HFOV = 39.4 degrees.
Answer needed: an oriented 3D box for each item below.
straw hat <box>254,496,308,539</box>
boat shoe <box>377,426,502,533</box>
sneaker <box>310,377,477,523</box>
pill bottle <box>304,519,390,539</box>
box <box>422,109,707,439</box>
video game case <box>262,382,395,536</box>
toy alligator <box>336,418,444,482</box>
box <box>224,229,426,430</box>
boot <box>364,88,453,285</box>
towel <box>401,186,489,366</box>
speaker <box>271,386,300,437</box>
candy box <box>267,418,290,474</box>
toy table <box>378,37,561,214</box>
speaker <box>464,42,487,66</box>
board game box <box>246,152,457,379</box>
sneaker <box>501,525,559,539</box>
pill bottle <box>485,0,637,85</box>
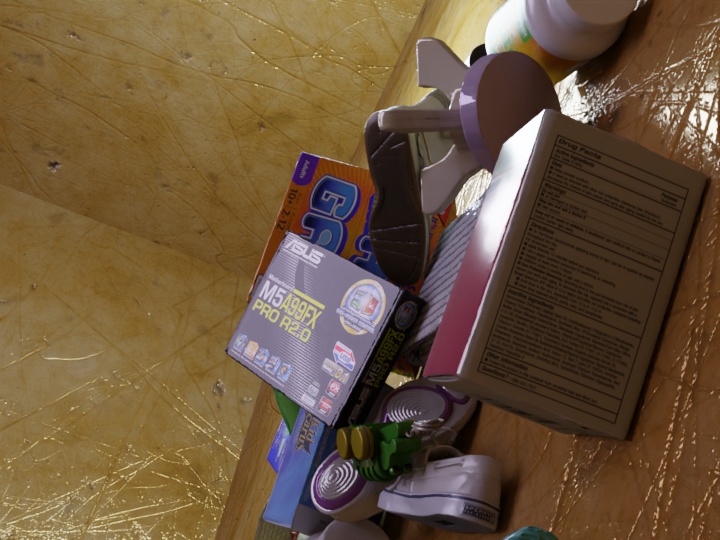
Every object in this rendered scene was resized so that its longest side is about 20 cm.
[{"bbox_3d":[-0.054,0.362,1.264,0.201,0.085,0.201,-5,-90,-69],"label":"straw hat"},{"bbox_3d":[0.075,0.189,0.922,0.202,0.075,0.086,139,151,-69],"label":"boat shoe"},{"bbox_3d":[0.040,0.185,1.040,0.200,0.075,0.100,-38,-37,-4],"label":"sneaker"},{"bbox_3d":[-0.036,0.356,1.102,0.113,0.113,0.200,-78,12,-48],"label":"pill bottle"},{"bbox_3d":[0.144,0.007,0.729,0.109,0.128,0.200,146,146,-78],"label":"box"},{"bbox_3d":[-0.017,0.219,1.182,0.181,0.045,0.200,39,-115,-52],"label":"video game case"},{"bbox_3d":[0.028,0.165,0.911,0.200,0.059,0.054,155,109,-67],"label":"toy alligator"},{"bbox_3d":[-0.043,0.062,1.088,0.200,0.044,0.160,28,91,43],"label":"box"},{"bbox_3d":[0.071,-0.097,1.137,0.155,0.072,0.200,-35,-56,-54],"label":"boot"},{"bbox_3d":[0.121,0.016,1.047,0.200,0.086,0.166,129,163,-69],"label":"towel"},{"bbox_3d":[-0.049,0.190,1.268,0.088,0.088,0.200,-93,-16,-72],"label":"speaker"},{"bbox_3d":[-0.071,0.226,1.504,0.200,0.077,0.169,160,132,-80],"label":"candy box"},{"bbox_3d":[0.116,-0.151,1.034,0.200,0.117,0.184,16,-104,-56],"label":"toy table"},{"bbox_3d":[0.160,-0.246,1.472,0.200,0.081,0.081,126,164,-63],"label":"speaker"},{"bbox_3d":[0.000,0.000,1.275,0.200,0.200,0.200,67,-138,-73],"label":"board game box"},{"bbox_3d":[0.083,0.267,0.675,0.091,0.078,0.200,131,161,-79],"label":"sneaker"},{"bbox_3d":[0.211,-0.265,1.051,0.200,0.111,0.111,157,134,-79],"label":"pill bottle"}]
